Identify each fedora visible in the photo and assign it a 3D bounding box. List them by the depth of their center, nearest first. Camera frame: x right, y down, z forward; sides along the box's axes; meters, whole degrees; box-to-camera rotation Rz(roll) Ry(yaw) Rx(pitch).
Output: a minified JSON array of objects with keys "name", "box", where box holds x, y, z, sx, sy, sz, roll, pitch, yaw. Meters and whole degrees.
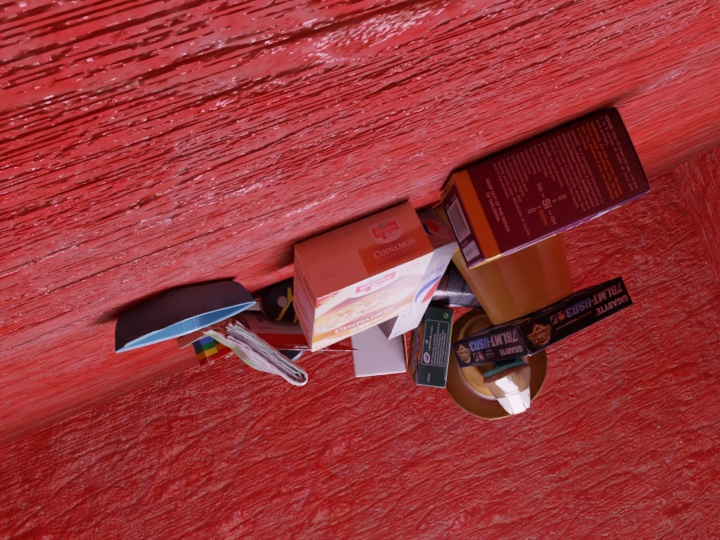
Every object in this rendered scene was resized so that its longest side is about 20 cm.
[{"name":"fedora","box":[0.216,0.140,1.200,0.197,0.203,0.082,-23,149,8]}]

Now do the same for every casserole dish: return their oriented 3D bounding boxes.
[{"name":"casserole dish","box":[-0.205,0.049,0.841,0.119,0.039,0.199,-24,176,20]}]

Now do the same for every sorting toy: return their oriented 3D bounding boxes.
[{"name":"sorting toy","box":[-0.218,0.114,1.385,0.197,0.071,0.199,-19,174,-43]}]

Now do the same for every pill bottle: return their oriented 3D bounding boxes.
[{"name":"pill bottle","box":[0.144,0.005,1.185,0.196,0.109,0.106,6,163,-26]}]

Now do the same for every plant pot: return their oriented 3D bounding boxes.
[{"name":"plant pot","box":[0.222,-0.032,1.069,0.197,0.192,0.201,-22,175,-2]}]

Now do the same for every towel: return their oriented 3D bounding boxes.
[{"name":"towel","box":[-0.172,0.124,1.096,0.031,0.149,0.199,-56,-160,-17]}]

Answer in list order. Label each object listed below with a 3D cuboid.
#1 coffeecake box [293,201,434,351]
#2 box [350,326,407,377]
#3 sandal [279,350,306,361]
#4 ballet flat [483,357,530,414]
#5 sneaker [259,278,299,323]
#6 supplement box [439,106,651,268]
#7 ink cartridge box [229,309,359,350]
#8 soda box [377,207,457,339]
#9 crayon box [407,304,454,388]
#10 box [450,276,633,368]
[{"name":"coffeecake box","box":[-0.004,0.014,0.907,0.151,0.074,0.201,-21,160,-14]},{"name":"box","box":[0.031,0.086,1.341,0.095,0.205,0.124,-6,178,5]},{"name":"sandal","box":[-0.098,0.103,1.338,0.074,0.045,0.202,11,-127,30]},{"name":"ballet flat","box":[0.213,0.162,1.022,0.067,0.074,0.200,-19,175,9]},{"name":"sneaker","box":[-0.086,0.045,1.206,0.197,0.077,0.076,-12,180,-38]},{"name":"supplement box","box":[0.203,-0.089,0.826,0.197,0.105,0.131,-23,175,-1]},{"name":"ink cartridge box","box":[-0.114,0.095,1.171,0.160,0.058,0.199,5,176,-33]},{"name":"soda box","box":[0.072,0.009,1.047,0.063,0.069,0.202,-20,147,-33]},{"name":"crayon box","box":[0.117,0.122,1.241,0.050,0.129,0.200,7,179,0]},{"name":"box","box":[0.261,0.081,1.061,0.196,0.051,0.200,-22,175,-24]}]
